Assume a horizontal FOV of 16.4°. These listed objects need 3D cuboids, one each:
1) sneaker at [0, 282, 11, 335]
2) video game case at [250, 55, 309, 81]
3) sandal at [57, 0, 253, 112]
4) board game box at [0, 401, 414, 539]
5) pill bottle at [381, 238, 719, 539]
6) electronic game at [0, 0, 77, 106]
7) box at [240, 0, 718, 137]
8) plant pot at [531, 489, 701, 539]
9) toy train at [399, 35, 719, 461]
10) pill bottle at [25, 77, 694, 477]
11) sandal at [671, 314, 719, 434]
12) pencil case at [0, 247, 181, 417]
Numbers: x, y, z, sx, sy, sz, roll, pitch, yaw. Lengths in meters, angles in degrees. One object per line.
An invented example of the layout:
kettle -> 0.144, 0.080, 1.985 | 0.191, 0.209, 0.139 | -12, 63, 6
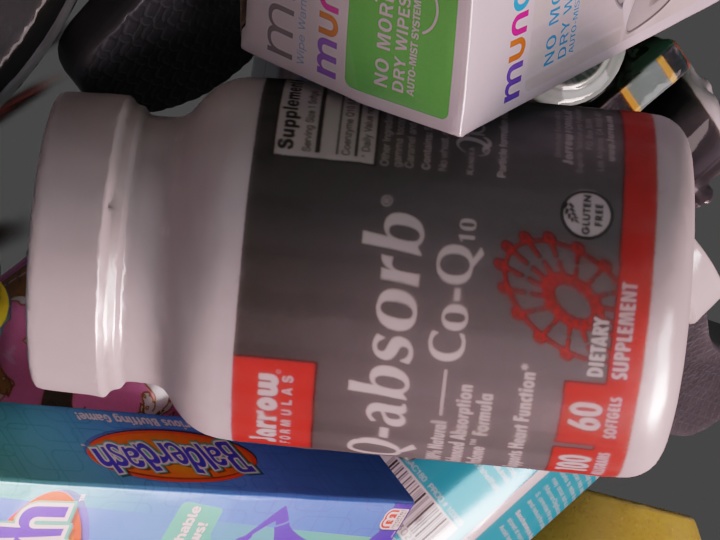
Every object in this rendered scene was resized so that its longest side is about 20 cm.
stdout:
sneaker -> -0.206, 0.030, 0.793 | 0.200, 0.066, 0.079 | -36, 133, -17
video game case -> 0.028, -0.053, 0.985 | 0.181, 0.022, 0.201 | -19, 137, -34
sandal -> -0.030, -0.130, 0.840 | 0.200, 0.043, 0.076 | -48, 155, -15
board game box -> -0.096, 0.119, 0.851 | 0.199, 0.045, 0.153 | 8, 121, -43
pill bottle -> 0.049, 0.050, 0.992 | 0.200, 0.111, 0.111 | -41, 145, -7
electronic game -> -0.151, -0.109, 0.723 | 0.199, 0.042, 0.201 | -27, 134, -32
box -> 0.052, -0.171, 0.777 | 0.176, 0.096, 0.201 | -29, 133, -46
plant pot -> 0.088, 0.170, 1.150 | 0.199, 0.199, 0.143 | 18, 85, -52
toy train -> 0.043, -0.025, 0.906 | 0.200, 0.085, 0.114 | -40, 108, -7
pill bottle -> 0.000, 0.000, 0.791 | 0.198, 0.116, 0.116 | 5, 132, 0
sandal -> 0.129, 0.036, 1.162 | 0.076, 0.043, 0.200 | -42, 155, 7
pencil case -> -0.143, 0.061, 0.863 | 0.199, 0.087, 0.083 | -36, 150, -15
